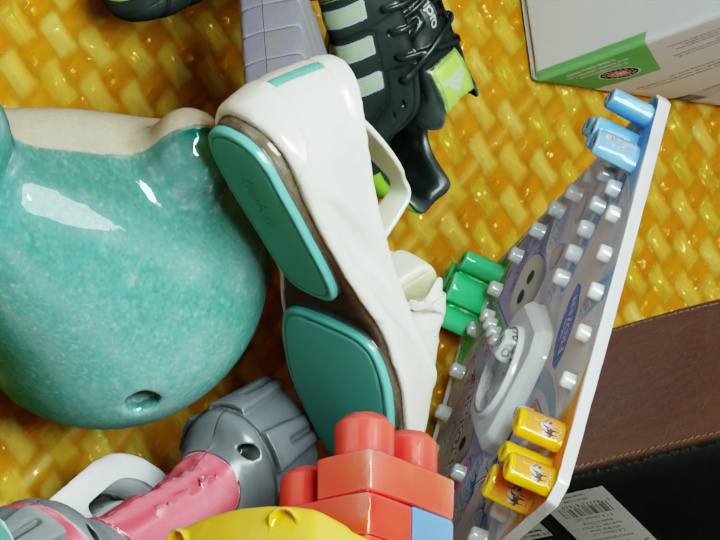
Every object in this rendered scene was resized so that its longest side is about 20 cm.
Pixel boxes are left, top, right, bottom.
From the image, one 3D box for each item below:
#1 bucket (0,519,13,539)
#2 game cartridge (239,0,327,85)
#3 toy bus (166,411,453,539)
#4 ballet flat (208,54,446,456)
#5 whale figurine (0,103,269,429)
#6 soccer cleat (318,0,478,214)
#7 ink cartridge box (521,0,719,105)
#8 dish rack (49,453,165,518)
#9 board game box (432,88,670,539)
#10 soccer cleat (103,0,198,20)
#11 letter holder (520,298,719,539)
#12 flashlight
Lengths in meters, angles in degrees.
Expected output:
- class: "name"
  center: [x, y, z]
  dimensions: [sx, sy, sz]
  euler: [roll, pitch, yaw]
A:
- class: "bucket"
  center: [-0.232, 0.114, 0.956]
  dimensions: [0.207, 0.134, 0.208]
  euler: [16, 67, -43]
- class: "game cartridge"
  center: [-0.014, -0.020, 1.213]
  dimensions: [0.130, 0.038, 0.201]
  euler: [-103, 176, -54]
- class: "toy bus"
  center: [-0.018, 0.145, 1.049]
  dimensions: [0.200, 0.135, 0.193]
  euler: [20, 65, -49]
- class: "ballet flat"
  center: [0.000, 0.000, 1.102]
  dimensions: [0.070, 0.069, 0.201]
  euler: [-61, 146, -37]
- class: "whale figurine"
  center: [-0.114, -0.003, 1.092]
  dimensions: [0.200, 0.159, 0.104]
  euler: [33, 35, -57]
- class: "soccer cleat"
  center: [0.015, -0.110, 1.242]
  dimensions: [0.067, 0.081, 0.201]
  euler: [-41, 149, -33]
- class: "ink cartridge box"
  center: [0.199, -0.144, 1.469]
  dimensions: [0.199, 0.146, 0.085]
  euler: [3, 74, -46]
- class: "dish rack"
  center: [-0.088, 0.188, 1.121]
  dimensions: [0.200, 0.043, 0.172]
  euler: [56, 37, -5]
- class: "board game box"
  center: [0.059, 0.043, 1.241]
  dimensions: [0.026, 0.200, 0.201]
  euler: [24, 59, -11]
- class: "soccer cleat"
  center: [-0.039, -0.148, 1.277]
  dimensions: [0.200, 0.067, 0.081]
  euler: [-44, 123, -43]
- class: "letter holder"
  center: [0.155, 0.061, 1.289]
  dimensions: [0.101, 0.199, 0.143]
  euler: [43, 51, -27]
- class: "flashlight"
  center: [-0.085, 0.094, 1.099]
  dimensions: [0.068, 0.068, 0.200]
  euler: [52, 37, 5]
